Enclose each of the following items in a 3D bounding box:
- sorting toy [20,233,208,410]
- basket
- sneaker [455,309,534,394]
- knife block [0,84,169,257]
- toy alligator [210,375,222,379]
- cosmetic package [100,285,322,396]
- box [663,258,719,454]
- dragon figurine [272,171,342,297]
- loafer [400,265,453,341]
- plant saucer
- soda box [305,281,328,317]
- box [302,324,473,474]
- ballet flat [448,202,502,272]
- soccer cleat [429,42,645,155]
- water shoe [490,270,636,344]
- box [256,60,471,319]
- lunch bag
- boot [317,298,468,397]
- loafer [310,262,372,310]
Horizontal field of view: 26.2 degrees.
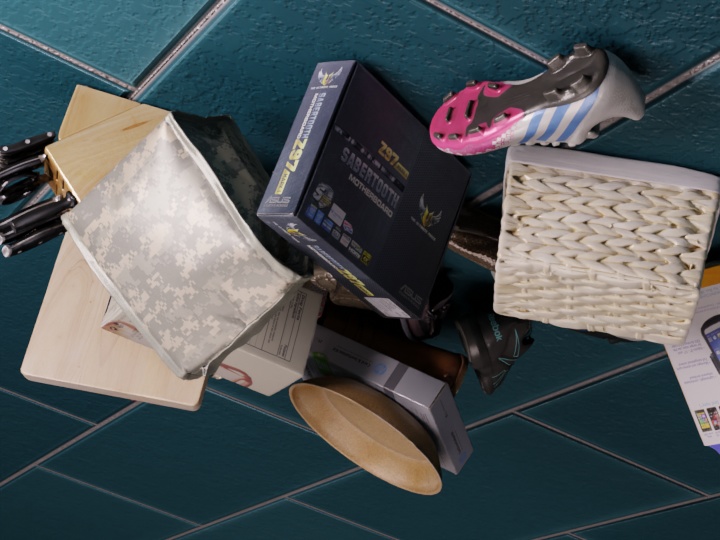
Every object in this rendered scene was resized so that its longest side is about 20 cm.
[{"bbox_3d":[-0.245,0.053,1.715,0.199,0.200,0.070,10,156,8],"label":"sorting toy"},{"bbox_3d":[0.220,-0.020,1.421,0.200,0.123,0.136,10,154,9],"label":"basket"},{"bbox_3d":[0.158,0.087,1.731,0.079,0.075,0.200,-22,165,3],"label":"sneaker"},{"bbox_3d":[-0.251,-0.079,1.476,0.200,0.176,0.064,16,155,-6],"label":"knife block"},{"bbox_3d":[-0.128,0.054,1.730,0.059,0.200,0.054,-13,108,25],"label":"toy alligator"},{"bbox_3d":[-0.152,0.042,1.601,0.200,0.103,0.087,25,149,-20],"label":"cosmetic package"},{"bbox_3d":[0.366,0.089,1.524,0.119,0.041,0.200,-19,96,49],"label":"box"},{"bbox_3d":[-0.079,-0.034,1.544,0.200,0.059,0.099,47,140,18],"label":"dragon figurine"},{"bbox_3d":[0.071,0.019,1.644,0.063,0.072,0.200,2,149,15],"label":"loafer"},{"bbox_3d":[0.013,0.174,1.711,0.200,0.035,0.200,30,158,14],"label":"plant saucer"},{"bbox_3d":[-0.124,-0.016,1.667,0.064,0.068,0.200,-14,143,45],"label":"soda box"},{"bbox_3d":[0.021,0.140,1.733,0.200,0.041,0.156,25,156,29],"label":"box"},{"bbox_3d":[0.133,-0.021,1.524,0.200,0.067,0.046,24,140,-11],"label":"ballet flat"},{"bbox_3d":[0.148,-0.126,1.301,0.086,0.070,0.200,33,148,-34],"label":"soccer cleat"},{"bbox_3d":[0.210,0.034,1.598,0.200,0.072,0.079,23,155,-18],"label":"water shoe"},{"bbox_3d":[0.009,-0.069,1.385,0.051,0.158,0.200,2,153,40],"label":"box"},{"bbox_3d":[-0.145,-0.020,1.407,0.164,0.200,0.118,-41,163,24],"label":"lunch bag"},{"bbox_3d":[0.027,0.086,1.758,0.155,0.077,0.200,32,179,-21],"label":"boot"},{"bbox_3d":[0.000,0.000,1.645,0.076,0.068,0.200,10,170,13],"label":"loafer"}]
